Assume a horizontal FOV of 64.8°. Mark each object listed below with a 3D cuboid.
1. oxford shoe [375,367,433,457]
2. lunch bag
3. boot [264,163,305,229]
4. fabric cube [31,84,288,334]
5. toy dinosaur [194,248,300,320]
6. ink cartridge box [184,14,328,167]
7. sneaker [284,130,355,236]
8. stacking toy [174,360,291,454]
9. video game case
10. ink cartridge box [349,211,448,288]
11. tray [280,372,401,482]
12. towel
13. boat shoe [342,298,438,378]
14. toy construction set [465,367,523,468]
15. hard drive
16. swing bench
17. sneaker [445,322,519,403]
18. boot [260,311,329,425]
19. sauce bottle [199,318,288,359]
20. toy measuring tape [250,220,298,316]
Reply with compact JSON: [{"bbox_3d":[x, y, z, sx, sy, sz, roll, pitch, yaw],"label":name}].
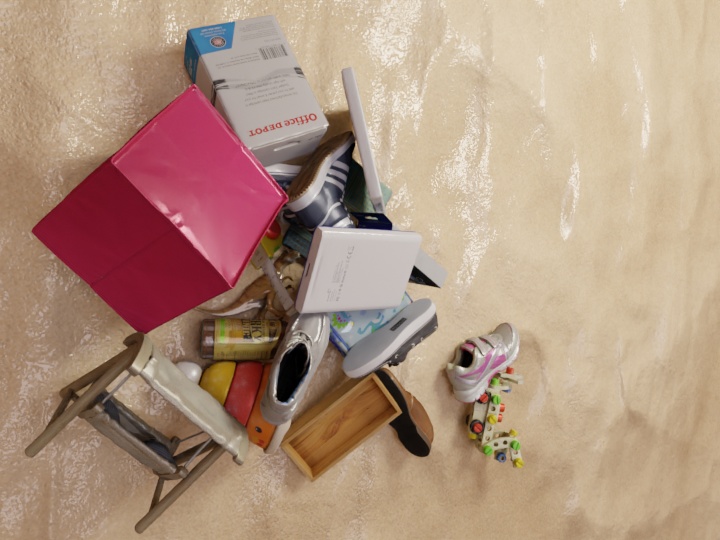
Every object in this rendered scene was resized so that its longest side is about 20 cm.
[{"bbox_3d":[0.081,0.258,1.086,0.202,0.070,0.072,60,37,-19],"label":"oxford shoe"},{"bbox_3d":[0.000,0.067,0.994,0.161,0.082,0.201,-47,121,-15],"label":"lunch bag"},{"bbox_3d":[-0.126,-0.117,0.911,0.196,0.073,0.093,-3,79,-24],"label":"boot"},{"bbox_3d":[-0.249,-0.074,0.741,0.201,0.197,0.198,50,36,-23],"label":"fabric cube"},{"bbox_3d":[-0.170,0.046,0.929,0.199,0.060,0.107,-41,88,-27],"label":"toy dinosaur"},{"bbox_3d":[-0.158,-0.266,0.856,0.144,0.086,0.203,-23,83,-28],"label":"ink cartridge box"},{"bbox_3d":[-0.042,-0.127,0.891,0.109,0.069,0.202,55,43,-28],"label":"sneaker"},{"bbox_3d":[-0.203,0.190,0.886,0.196,0.146,0.149,19,83,-11],"label":"stacking toy"},{"bbox_3d":[0.007,-0.200,0.932,0.022,0.182,0.205,-12,86,4],"label":"video game case"},{"bbox_3d":[0.063,-0.035,1.014,0.199,0.099,0.040,39,73,-35],"label":"ink cartridge box"},{"bbox_3d":[-0.035,0.265,0.985,0.199,0.037,0.099,-37,111,-1],"label":"tray"},{"bbox_3d":[-0.039,-0.097,1.012,0.146,0.022,0.203,35,77,-27],"label":"towel"},{"bbox_3d":[0.058,0.128,0.965,0.199,0.069,0.067,-38,118,-24],"label":"boat shoe"},{"bbox_3d":[0.289,0.302,1.187,0.128,0.092,0.205,10,79,-6],"label":"toy construction set"},{"bbox_3d":[0.000,0.000,0.884,0.197,0.025,0.134,0,117,-39],"label":"hard drive"},{"bbox_3d":[-0.285,0.207,0.767,0.198,0.130,0.200,-36,114,9],"label":"swing bench"},{"bbox_3d":[0.251,0.172,1.165,0.200,0.081,0.089,-45,115,-22],"label":"sneaker"},{"bbox_3d":[-0.084,0.120,0.823,0.072,0.096,0.203,22,58,-7],"label":"boot"},{"bbox_3d":[-0.153,0.109,0.899,0.195,0.065,0.066,1,92,-17],"label":"sauce bottle"},{"bbox_3d":[-0.140,-0.023,0.903,0.073,0.074,0.202,-27,78,-26],"label":"toy measuring tape"}]
